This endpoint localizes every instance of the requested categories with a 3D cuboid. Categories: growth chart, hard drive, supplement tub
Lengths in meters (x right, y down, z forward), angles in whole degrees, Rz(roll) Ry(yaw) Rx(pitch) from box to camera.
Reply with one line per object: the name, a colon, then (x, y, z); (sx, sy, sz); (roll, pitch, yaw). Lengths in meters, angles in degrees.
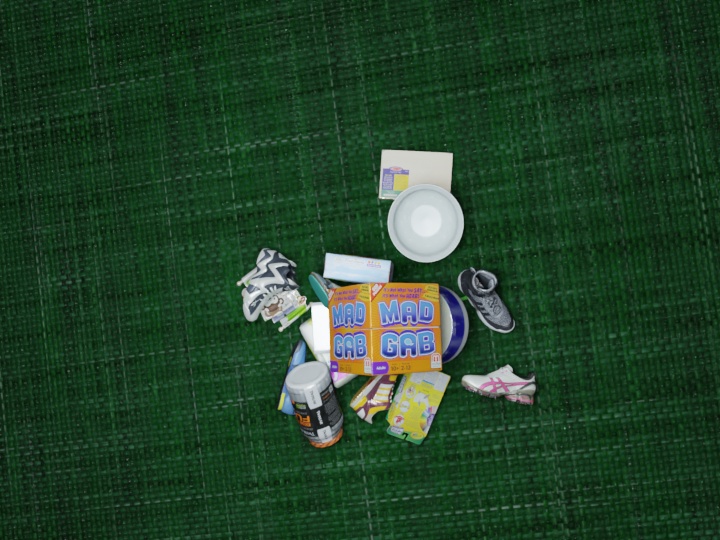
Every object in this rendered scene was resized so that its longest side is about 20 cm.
growth chart: (-0.243, 0.070, 1.665); (0.145, 0.018, 0.200); (-43, 83, 4)
hard drive: (-0.027, 0.145, 1.567); (0.195, 0.026, 0.135); (-4, 85, 3)
supplement tub: (-0.115, 0.353, 1.562); (0.120, 0.123, 0.203); (-13, 112, 6)

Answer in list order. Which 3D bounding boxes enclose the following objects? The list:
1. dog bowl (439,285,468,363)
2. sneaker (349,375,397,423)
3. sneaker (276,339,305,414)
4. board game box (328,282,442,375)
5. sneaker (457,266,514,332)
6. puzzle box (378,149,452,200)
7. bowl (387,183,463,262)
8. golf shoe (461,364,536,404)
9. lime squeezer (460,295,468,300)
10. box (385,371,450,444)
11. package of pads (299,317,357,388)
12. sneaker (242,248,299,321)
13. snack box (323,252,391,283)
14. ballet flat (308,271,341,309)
dog bowl: (0.175, 0.140, 1.536); (0.198, 0.078, 0.205); (-4, 84, 41)
sneaker: (0.065, 0.318, 1.600); (0.090, 0.075, 0.200); (43, 99, -2)
sneaker: (-0.169, 0.293, 1.631); (0.077, 0.066, 0.204); (15, 89, -9)
board game box: (0.055, 0.139, 1.425); (0.196, 0.199, 0.205); (2, 84, -31)
sneaker: (0.334, 0.075, 1.545); (0.075, 0.114, 0.201); (-38, 83, -11)
puzzle box: (0.150, -0.257, 1.627); (0.196, 0.025, 0.136); (5, 89, 7)
bowl: (0.173, -0.130, 1.578); (0.197, 0.090, 0.206); (2, 101, 8)
golf shoe: (0.362, 0.291, 1.565); (0.196, 0.073, 0.094); (11, 83, -3)
lime squeezer: (0.202, 0.123, 1.610); (0.070, 0.038, 0.201); (40, 92, -25)
box: (0.148, 0.349, 1.578); (0.116, 0.048, 0.203); (23, 88, -18)
package of pads: (-0.057, 0.197, 1.614); (0.153, 0.068, 0.202); (-32, 84, 3)
sneaker: (-0.233, 0.052, 1.614); (0.127, 0.080, 0.203); (17, 81, 16)
snack box: (0.000, 0.000, 1.547); (0.165, 0.200, 0.069); (8, 87, 5)
ballet flat: (-0.060, 0.083, 1.536); (0.073, 0.074, 0.202); (-30, 87, 4)
